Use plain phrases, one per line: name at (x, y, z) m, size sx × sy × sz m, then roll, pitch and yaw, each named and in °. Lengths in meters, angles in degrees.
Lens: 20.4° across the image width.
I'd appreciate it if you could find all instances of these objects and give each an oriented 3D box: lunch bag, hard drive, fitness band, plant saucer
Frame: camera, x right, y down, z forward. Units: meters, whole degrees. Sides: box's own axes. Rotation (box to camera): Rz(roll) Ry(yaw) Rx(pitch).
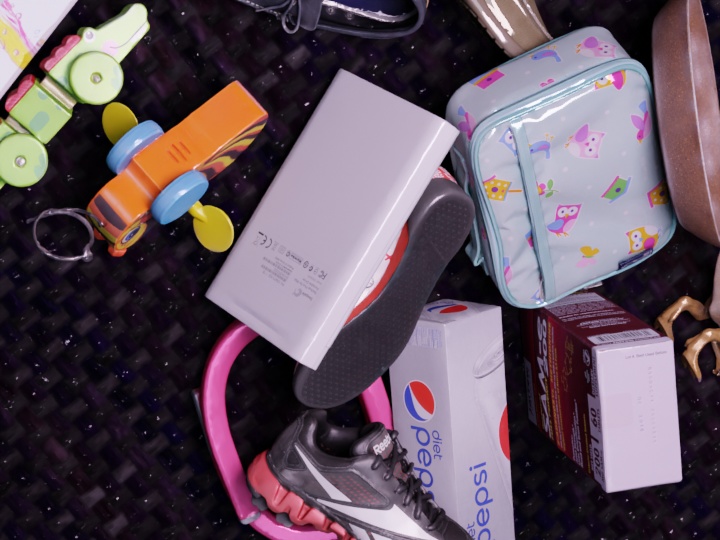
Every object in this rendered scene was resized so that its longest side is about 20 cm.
lunch bag at (0.148, -0.069, 1.495) m, size 0.160 × 0.077 × 0.200 m, roll -26°, pitch 130°, yaw -10°
hard drive at (-0.024, -0.040, 1.467) m, size 0.026 × 0.132 × 0.200 m, roll 31°, pitch 90°, yaw -43°
fitness band at (-0.047, 0.119, 1.541) m, size 0.143 × 0.037 × 0.200 m, roll -21°, pitch 105°, yaw -8°
plant saucer at (0.245, -0.114, 1.493) m, size 0.034 × 0.200 × 0.200 m, roll -6°, pitch 103°, yaw 16°

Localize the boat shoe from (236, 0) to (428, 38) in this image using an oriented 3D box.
boat shoe at (-0.041, -0.213, 1.460) m, size 0.200 × 0.062 × 0.075 m, roll 12°, pitch 123°, yaw -15°

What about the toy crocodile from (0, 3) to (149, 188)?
toy crocodile at (-0.227, -0.120, 1.440) m, size 0.062 × 0.068 × 0.200 m, roll 43°, pitch 89°, yaw -15°

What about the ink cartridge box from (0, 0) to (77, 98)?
ink cartridge box at (-0.278, -0.205, 1.373) m, size 0.146 × 0.147 × 0.200 m, roll 38°, pitch 91°, yaw -17°

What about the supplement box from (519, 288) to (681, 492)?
supplement box at (0.176, 0.084, 1.498) m, size 0.061 × 0.200 × 0.109 m, roll -8°, pitch 102°, yaw -10°

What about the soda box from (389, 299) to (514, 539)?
soda box at (0.071, 0.126, 1.542) m, size 0.068 × 0.063 × 0.200 m, roll -15°, pitch 105°, yaw -44°

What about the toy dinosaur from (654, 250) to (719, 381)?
toy dinosaur at (0.290, 0.026, 1.584) m, size 0.106 × 0.060 × 0.200 m, roll -31°, pitch 129°, yaw -7°

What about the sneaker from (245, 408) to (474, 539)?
sneaker at (0.017, 0.170, 1.479) m, size 0.200 × 0.071 × 0.098 m, roll 30°, pitch 113°, yaw 3°

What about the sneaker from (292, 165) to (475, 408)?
sneaker at (0.001, 0.000, 1.499) m, size 0.067 × 0.108 × 0.201 m, roll 23°, pitch 107°, yaw -37°

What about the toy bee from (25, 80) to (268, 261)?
toy bee at (-0.162, -0.062, 1.461) m, size 0.200 × 0.109 × 0.131 m, roll -15°, pitch 72°, yaw -22°

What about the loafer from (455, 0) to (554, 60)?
loafer at (0.097, -0.222, 1.489) m, size 0.067 × 0.076 × 0.200 m, roll -42°, pitch 106°, yaw 4°
